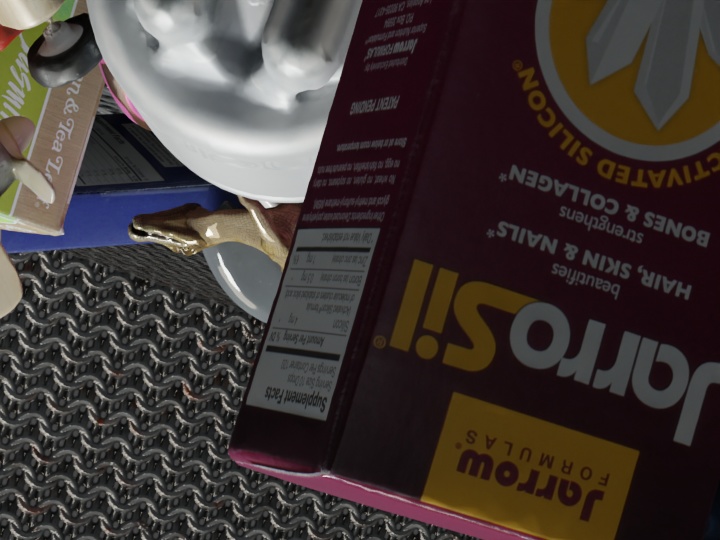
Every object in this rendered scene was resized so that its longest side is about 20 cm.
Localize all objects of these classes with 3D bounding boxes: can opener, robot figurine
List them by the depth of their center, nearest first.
[{"bbox_3d":[-0.025,-0.083,0.907,0.169,0.113,0.200,24,176,5],"label":"robot figurine"},{"bbox_3d":[-0.069,-0.052,1.268,0.200,0.066,0.053,52,-178,-23],"label":"can opener"}]

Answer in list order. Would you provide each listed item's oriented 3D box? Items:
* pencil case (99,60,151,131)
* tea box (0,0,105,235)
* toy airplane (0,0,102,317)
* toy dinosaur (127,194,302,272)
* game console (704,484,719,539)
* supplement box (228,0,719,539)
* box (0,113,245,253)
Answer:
[{"bbox_3d":[0.000,-0.074,1.083,0.199,0.091,0.094,15,132,35],"label":"pencil case"},{"bbox_3d":[-0.227,-0.108,1.174,0.196,0.134,0.200,18,175,-30],"label":"tea box"},{"bbox_3d":[-0.192,-0.086,1.012,0.198,0.201,0.141,11,-154,-17],"label":"toy airplane"},{"bbox_3d":[0.000,0.000,1.164,0.199,0.058,0.101,29,152,14],"label":"toy dinosaur"},{"bbox_3d":[0.118,0.057,1.255,0.176,0.031,0.200,0,-140,-33],"label":"game console"},{"bbox_3d":[0.052,-0.027,0.766,0.110,0.201,0.086,18,174,-17],"label":"supplement box"},{"bbox_3d":[-0.100,-0.046,1.355,0.199,0.033,0.121,-6,-159,-20],"label":"box"}]
